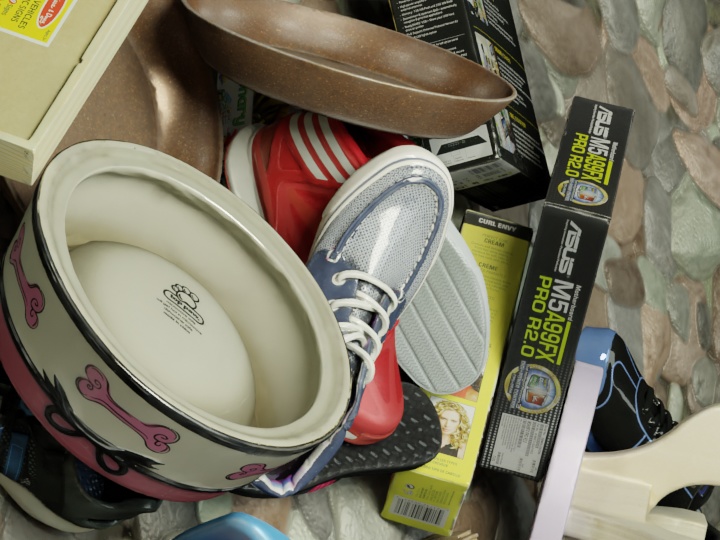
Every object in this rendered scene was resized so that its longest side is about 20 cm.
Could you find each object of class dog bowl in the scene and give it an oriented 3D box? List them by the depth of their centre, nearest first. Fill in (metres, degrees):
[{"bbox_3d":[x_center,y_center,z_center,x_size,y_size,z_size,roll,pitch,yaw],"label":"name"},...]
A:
[{"bbox_3d":[-0.103,0.032,1.351,0.200,0.074,0.200,32,31,-22],"label":"dog bowl"}]

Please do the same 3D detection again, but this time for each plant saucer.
[{"bbox_3d":[-0.152,-0.090,1.465,0.200,0.037,0.201,17,68,-51],"label":"plant saucer"},{"bbox_3d":[-0.010,-0.116,1.510,0.200,0.200,0.035,-5,115,-55],"label":"plant saucer"}]

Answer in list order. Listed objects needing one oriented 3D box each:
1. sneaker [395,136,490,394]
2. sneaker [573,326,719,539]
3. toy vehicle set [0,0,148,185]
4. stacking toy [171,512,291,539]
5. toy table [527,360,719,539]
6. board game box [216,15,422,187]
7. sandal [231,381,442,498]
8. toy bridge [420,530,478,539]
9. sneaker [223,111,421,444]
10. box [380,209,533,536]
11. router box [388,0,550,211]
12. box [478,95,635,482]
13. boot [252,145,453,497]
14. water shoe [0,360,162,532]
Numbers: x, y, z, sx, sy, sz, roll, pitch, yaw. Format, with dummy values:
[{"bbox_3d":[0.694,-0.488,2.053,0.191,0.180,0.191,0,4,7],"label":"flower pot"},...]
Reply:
[{"bbox_3d":[0.029,-0.023,1.605,0.071,0.073,0.200,-87,158,-71],"label":"sneaker"},{"bbox_3d":[0.202,0.122,1.835,0.070,0.078,0.200,-65,145,-48],"label":"sneaker"},{"bbox_3d":[-0.185,-0.139,1.366,0.027,0.124,0.200,103,10,-49],"label":"toy vehicle set"},{"bbox_3d":[-0.102,0.235,1.409,0.116,0.110,0.200,49,54,-8],"label":"stacking toy"},{"bbox_3d":[0.170,0.169,1.714,0.184,0.117,0.200,-61,164,-74],"label":"toy table"},{"bbox_3d":[-0.018,-0.063,1.645,0.200,0.035,0.127,26,60,-49],"label":"board game box"},{"bbox_3d":[-0.037,0.101,1.557,0.200,0.045,0.075,2,68,-41],"label":"sandal"},{"bbox_3d":[0.019,0.189,1.604,0.200,0.067,0.027,-11,90,-55],"label":"toy bridge"},{"bbox_3d":[0.000,0.000,1.515,0.078,0.115,0.200,-31,100,-47],"label":"sneaker"},{"bbox_3d":[0.063,0.064,1.686,0.075,0.050,0.200,105,1,-58],"label":"box"},{"bbox_3d":[0.071,-0.124,1.702,0.200,0.051,0.150,22,55,-75],"label":"router box"},{"bbox_3d":[0.127,0.011,1.699,0.160,0.044,0.200,-67,170,-60],"label":"box"},{"bbox_3d":[-0.004,0.031,1.446,0.073,0.090,0.200,27,102,-22],"label":"boot"},{"bbox_3d":[-0.176,0.069,1.353,0.200,0.079,0.072,39,51,-42],"label":"water shoe"}]
